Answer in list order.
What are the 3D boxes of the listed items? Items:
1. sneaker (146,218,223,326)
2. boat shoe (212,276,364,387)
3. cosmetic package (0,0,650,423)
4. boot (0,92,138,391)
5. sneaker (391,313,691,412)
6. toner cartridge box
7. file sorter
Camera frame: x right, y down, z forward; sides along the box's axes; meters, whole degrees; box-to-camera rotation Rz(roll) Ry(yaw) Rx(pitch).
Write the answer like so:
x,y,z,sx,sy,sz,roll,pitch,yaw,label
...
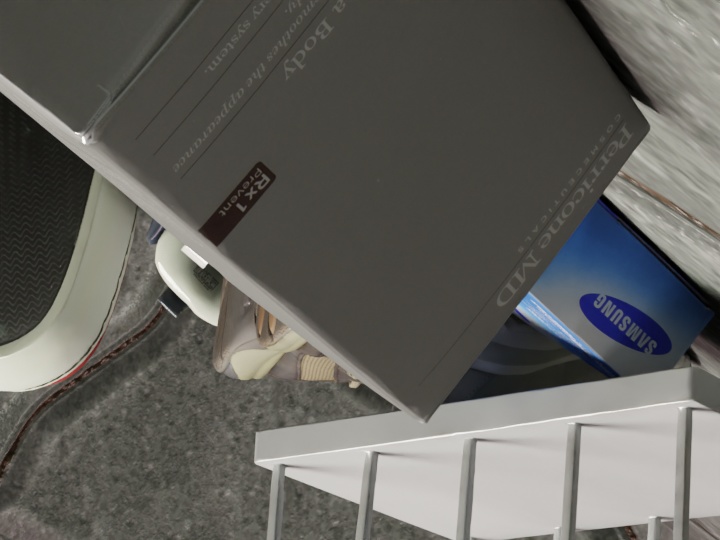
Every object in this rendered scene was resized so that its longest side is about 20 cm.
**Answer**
x,y,z,sx,sy,sz,roll,pitch,yaw,label
-0.057,-0.031,1.369,0.079,0.130,0.199,39,178,-5,sneaker
0.000,0.000,0.934,0.073,0.075,0.200,9,172,-11,boat shoe
-0.015,-0.051,0.649,0.090,0.107,0.200,36,178,33,cosmetic package
-0.064,-0.048,0.781,0.072,0.201,0.144,-7,157,23,boot
0.069,0.044,1.152,0.075,0.082,0.200,37,-164,31,sneaker
0.032,-0.037,0.954,0.200,0.043,0.095,40,177,-35,toner cartridge box
0.074,0.124,1.016,0.199,0.125,0.139,-10,156,38,file sorter
